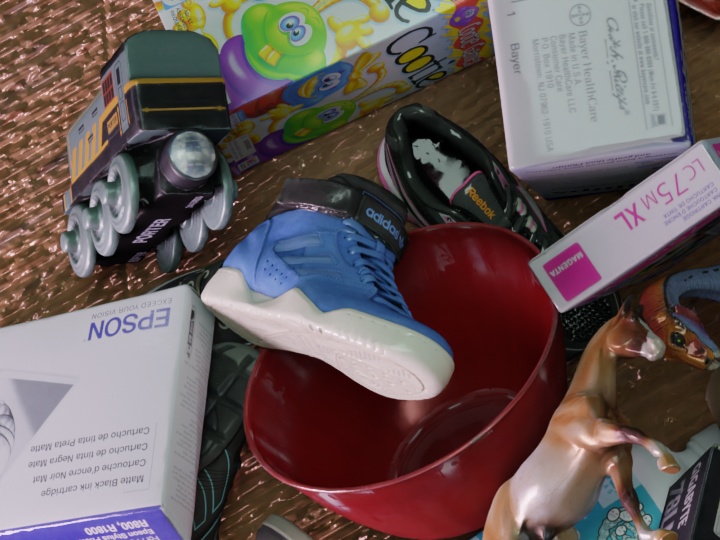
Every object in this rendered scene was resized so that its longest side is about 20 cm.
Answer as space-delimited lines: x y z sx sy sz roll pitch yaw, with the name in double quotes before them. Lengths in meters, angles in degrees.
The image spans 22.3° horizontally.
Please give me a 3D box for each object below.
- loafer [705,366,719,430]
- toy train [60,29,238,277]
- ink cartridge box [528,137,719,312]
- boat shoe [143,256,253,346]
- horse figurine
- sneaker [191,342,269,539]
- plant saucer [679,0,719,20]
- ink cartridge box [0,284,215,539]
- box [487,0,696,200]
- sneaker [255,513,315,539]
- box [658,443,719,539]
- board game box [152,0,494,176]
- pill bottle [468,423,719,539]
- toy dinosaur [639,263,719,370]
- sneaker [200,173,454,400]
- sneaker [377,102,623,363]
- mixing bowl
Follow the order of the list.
"loafer" 0.270 0.093 1.038 0.076 0.199 0.067 -53 39 10
"toy train" -0.133 -0.066 1.111 0.084 0.200 0.115 -3 77 -23
"ink cartridge box" 0.183 -0.032 1.046 0.119 0.200 0.042 -36 83 24
"boat shoe" -0.076 0.020 1.142 0.198 0.066 0.071 -18 73 1
"horse figurine" 0.111 0.126 0.951 0.049 0.133 0.201 14 113 -25
"sneaker" -0.115 0.135 1.109 0.075 0.079 0.201 28 79 36
"plant saucer" 0.200 -0.282 1.212 0.199 0.037 0.201 29 79 14
"ink cartridge box" -0.185 0.119 1.082 0.198 0.041 0.202 -13 56 24
"box" 0.136 -0.145 1.074 0.104 0.200 0.186 -8 86 11
"sneaker" -0.022 0.245 1.066 0.106 0.075 0.200 -38 75 -7
"box" 0.228 0.210 0.914 0.198 0.200 0.050 38 123 -3
"board game box" -0.018 -0.161 1.167 0.198 0.103 0.106 -25 73 -1
"pill bottle" 0.140 0.170 1.051 0.199 0.111 0.111 -33 73 -4
"toy dinosaur" 0.240 0.021 1.025 0.179 0.200 0.106 -8 73 -2
"sneaker" -0.001 -0.001 1.033 0.199 0.077 0.112 14 66 53
"sneaker" 0.078 -0.024 1.126 0.200 0.086 0.080 42 84 15
"mixing bowl" 0.044 0.080 1.064 0.199 0.109 0.201 -21 38 18
